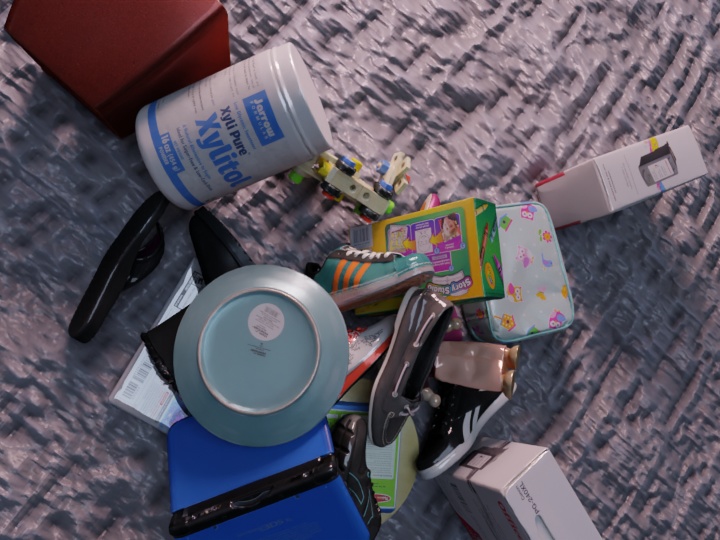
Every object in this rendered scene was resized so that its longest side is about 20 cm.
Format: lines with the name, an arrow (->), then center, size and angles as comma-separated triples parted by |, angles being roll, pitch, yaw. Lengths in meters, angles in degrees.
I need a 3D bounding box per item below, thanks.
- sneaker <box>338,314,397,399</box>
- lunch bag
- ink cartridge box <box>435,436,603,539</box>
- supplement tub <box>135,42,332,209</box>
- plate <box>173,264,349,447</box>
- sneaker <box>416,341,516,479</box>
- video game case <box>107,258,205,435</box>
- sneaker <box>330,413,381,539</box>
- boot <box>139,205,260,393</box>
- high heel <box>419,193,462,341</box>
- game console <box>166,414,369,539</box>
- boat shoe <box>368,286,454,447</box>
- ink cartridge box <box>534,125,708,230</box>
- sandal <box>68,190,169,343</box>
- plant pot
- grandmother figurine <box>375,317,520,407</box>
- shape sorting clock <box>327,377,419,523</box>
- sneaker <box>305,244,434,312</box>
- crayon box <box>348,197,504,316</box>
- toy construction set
sneaker -> -0.040, 0.098, 0.785 | 0.108, 0.067, 0.201 | 44, 77, 8
lunch bag -> 0.223, 0.006, 0.924 | 0.158, 0.077, 0.204 | -9, 84, -21
ink cartridge box -> 0.191, 0.297, 0.798 | 0.083, 0.200, 0.147 | -32, 92, -20
supplement tub -> -0.145, -0.165, 0.743 | 0.197, 0.132, 0.134 | -21, 87, 9
plate -> -0.110, 0.089, 0.698 | 0.196, 0.026, 0.204 | 0, 76, 0
sneaker -> 0.118, 0.176, 0.865 | 0.199, 0.073, 0.112 | -39, 91, -32
video game case -> -0.182, 0.116, 0.797 | 0.181, 0.024, 0.202 | 32, 72, -12
sneaker -> -0.015, 0.276, 0.770 | 0.078, 0.075, 0.204 | 13, 86, -26
boot -> -0.189, 0.042, 0.758 | 0.162, 0.073, 0.199 | -39, 79, -8
high heel -> 0.113, -0.001, 0.888 | 0.094, 0.067, 0.204 | 11, 82, -6
game console -> -0.108, 0.244, 0.728 | 0.197, 0.119, 0.173 | -21, 113, 6
boat shoe -> 0.059, 0.121, 0.751 | 0.066, 0.056, 0.203 | 5, 101, -58
ink cartridge box -> 0.393, -0.137, 0.969 | 0.198, 0.147, 0.087 | -21, 89, -22
sandal -> -0.280, -0.003, 0.767 | 0.048, 0.075, 0.203 | 35, 78, -36
plant pot -> -0.286, -0.277, 0.747 | 0.200, 0.200, 0.177 | 42, 82, -8
grandmother figurine -> 0.102, 0.119, 0.829 | 0.197, 0.061, 0.122 | 8, 51, 21
shape sorting clock -> -0.019, 0.239, 0.821 | 0.196, 0.039, 0.204 | 2, 83, -15
sneaker -> 0.000, 0.000, 0.795 | 0.071, 0.198, 0.081 | 5, 71, -53
crayon box -> 0.079, -0.011, 0.816 | 0.058, 0.198, 0.121 | 6, 77, -52
toy construction set -> -0.018, -0.131, 0.853 | 0.197, 0.131, 0.093 | 13, 108, -22
